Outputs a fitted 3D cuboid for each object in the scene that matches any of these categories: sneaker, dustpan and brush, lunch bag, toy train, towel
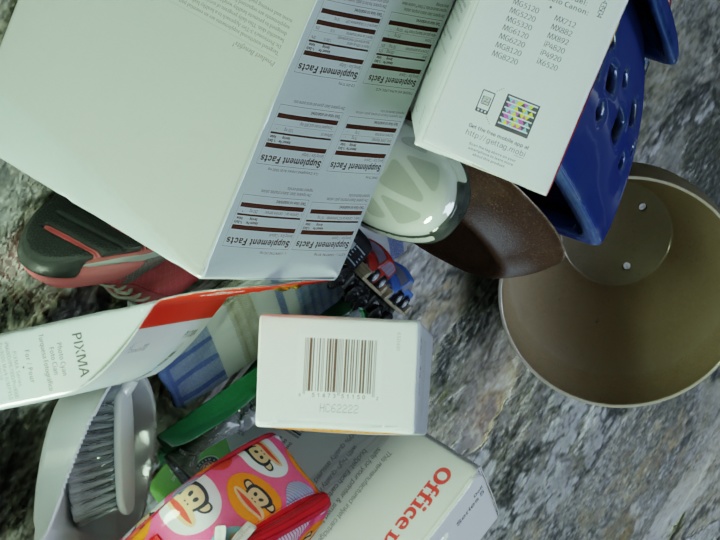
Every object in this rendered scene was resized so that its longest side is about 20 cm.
[{"bbox_3d":[-0.029,-0.086,1.610,0.076,0.200,0.115,-58,149,7],"label":"sneaker"},{"bbox_3d":[-0.160,0.089,1.703,0.140,0.057,0.201,23,67,-70],"label":"dustpan and brush"},{"bbox_3d":[-0.138,-0.007,1.639,0.200,0.074,0.087,-20,134,-51],"label":"sneaker"},{"bbox_3d":[-0.126,0.201,1.708,0.200,0.082,0.176,-46,169,27],"label":"lunch bag"},{"bbox_3d":[0.000,0.000,1.712,0.046,0.034,0.200,-48,162,-1],"label":"toy train"},{"bbox_3d":[-0.054,0.011,1.723,0.200,0.024,0.147,-36,162,-7],"label":"towel"}]

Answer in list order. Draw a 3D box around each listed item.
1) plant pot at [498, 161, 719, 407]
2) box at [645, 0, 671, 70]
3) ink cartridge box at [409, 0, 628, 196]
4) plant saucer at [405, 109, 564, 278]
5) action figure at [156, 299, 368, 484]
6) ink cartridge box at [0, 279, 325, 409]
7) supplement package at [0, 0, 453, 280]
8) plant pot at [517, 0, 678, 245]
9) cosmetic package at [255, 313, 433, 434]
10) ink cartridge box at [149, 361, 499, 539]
[{"bbox_3d":[0.211,-0.008,2.121,0.135,0.200,0.201,-85,-169,-66],"label":"plant pot"},{"bbox_3d":[0.197,-0.184,1.972,0.137,0.038,0.200,85,23,-52],"label":"box"},{"bbox_3d":[0.097,-0.154,1.504,0.200,0.084,0.176,-91,-158,-77],"label":"ink cartridge box"},{"bbox_3d":[0.046,-0.051,1.759,0.037,0.200,0.200,-54,152,-11],"label":"plant saucer"},{"bbox_3d":[-0.053,0.074,1.812,0.200,0.055,0.118,-40,-178,-13],"label":"action figure"},{"bbox_3d":[-0.126,0.044,1.556,0.160,0.199,0.047,-4,84,-77],"label":"ink cartridge box"},{"bbox_3d":[-0.083,-0.123,1.490,0.147,0.191,0.200,2,115,-59],"label":"supplement package"},{"bbox_3d":[0.098,-0.159,1.758,0.180,0.200,0.200,-60,154,-14],"label":"plant pot"},{"bbox_3d":[-0.008,0.069,1.666,0.200,0.101,0.071,40,53,-85],"label":"cosmetic package"},{"bbox_3d":[-0.025,0.163,1.851,0.146,0.200,0.084,-50,151,-16],"label":"ink cartridge box"}]
